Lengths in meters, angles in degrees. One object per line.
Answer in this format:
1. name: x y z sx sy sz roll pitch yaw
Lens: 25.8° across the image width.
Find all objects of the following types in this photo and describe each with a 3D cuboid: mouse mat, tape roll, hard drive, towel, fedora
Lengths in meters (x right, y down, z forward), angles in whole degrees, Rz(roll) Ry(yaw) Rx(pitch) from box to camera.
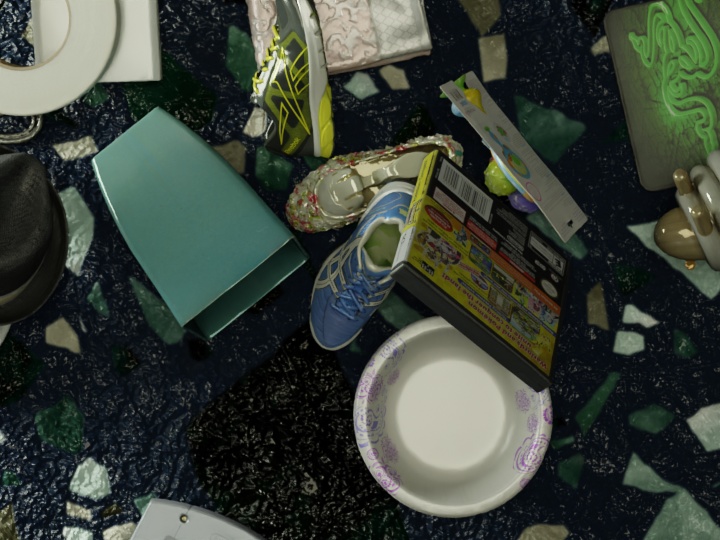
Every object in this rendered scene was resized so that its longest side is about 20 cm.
1. mouse mat: 0.354 -0.195 1.670 0.160 0.008 0.202 -13 87 -1
2. tape roll: -0.347 -0.260 1.612 0.201 0.037 0.205 0 100 -2
3. hard drive: -0.278 -0.298 1.639 0.131 0.026 0.202 -2 102 -1
4. towel: -0.031 -0.308 1.662 0.189 0.032 0.202 -10 87 0
5. fedora: -0.362 -0.049 1.575 0.199 0.091 0.202 15 64 -32

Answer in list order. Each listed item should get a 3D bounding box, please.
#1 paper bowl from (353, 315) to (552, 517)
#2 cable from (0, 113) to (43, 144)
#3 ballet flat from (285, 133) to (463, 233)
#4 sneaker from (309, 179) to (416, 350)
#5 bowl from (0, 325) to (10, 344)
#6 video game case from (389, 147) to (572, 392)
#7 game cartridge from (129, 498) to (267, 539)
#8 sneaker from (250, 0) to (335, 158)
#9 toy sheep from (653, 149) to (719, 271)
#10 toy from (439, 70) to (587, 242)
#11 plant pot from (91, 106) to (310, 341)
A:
1. paper bowl: 0.092 0.146 1.608 0.199 0.104 0.202 0 87 0
2. cable: -0.436 -0.148 1.643 0.198 0.050 0.098 8 83 1
3. ballet flat: 0.013 -0.096 1.637 0.199 0.064 0.076 -23 89 0
4. sneaker: 0.000 0.000 1.605 0.075 0.077 0.201 26 114 -2
5. bowl: -0.461 0.020 1.619 0.199 0.090 0.203 0 87 -1
6. video game case: 0.124 -0.002 1.564 0.200 0.181 0.025 38 130 -19
7. game cartridge: -0.152 0.326 1.635 0.199 0.042 0.134 28 84 1
8. sneaker: -0.075 -0.203 1.605 0.084 0.075 0.201 -9 114 -1
9. toy sheep: 0.392 -0.070 1.603 0.199 0.138 0.139 -23 88 10
10. toy: 0.148 -0.110 1.624 0.047 0.115 0.201 -35 90 25
11. plant pot: -0.172 -0.056 1.601 0.141 0.141 0.200 -38 81 -1
